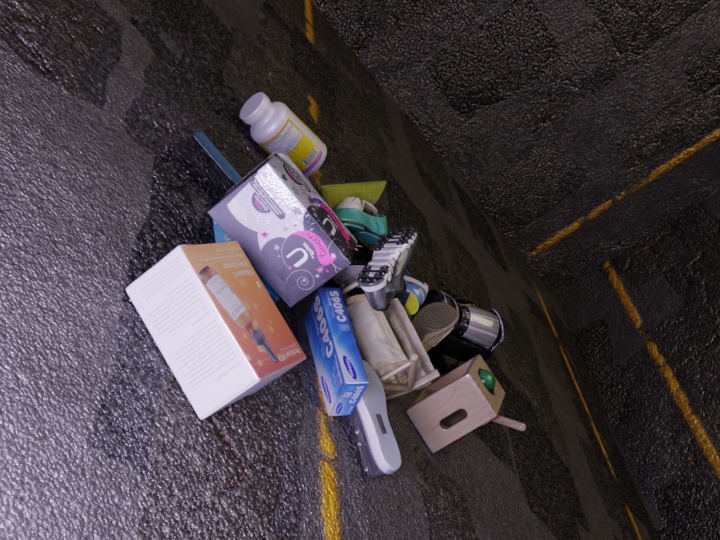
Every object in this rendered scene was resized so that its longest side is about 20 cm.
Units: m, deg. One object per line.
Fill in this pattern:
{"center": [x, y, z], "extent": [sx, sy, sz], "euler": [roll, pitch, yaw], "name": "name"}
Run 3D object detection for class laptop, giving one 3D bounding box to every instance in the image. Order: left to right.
{"center": [-0.194, -0.205, 1.414], "extent": [0.187, 0.198, 0.117], "euler": [-118, -158, -77], "name": "laptop"}
{"center": [-0.084, -0.038, 1.402], "extent": [0.200, 0.104, 0.177], "euler": [42, 15, 18], "name": "laptop"}

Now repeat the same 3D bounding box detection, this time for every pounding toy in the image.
{"center": [0.221, 0.278, 1.565], "extent": [0.143, 0.199, 0.184], "euler": [56, 19, 2], "name": "pounding toy"}

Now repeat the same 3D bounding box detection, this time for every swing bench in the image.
{"center": [0.037, 0.129, 1.469], "extent": [0.200, 0.129, 0.200], "euler": [63, 7, 23], "name": "swing bench"}

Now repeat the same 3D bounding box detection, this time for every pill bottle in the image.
{"center": [-0.172, -0.299, 1.706], "extent": [0.200, 0.104, 0.105], "euler": [42, 23, -36], "name": "pill bottle"}

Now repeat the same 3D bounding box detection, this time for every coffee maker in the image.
{"center": [0.211, 0.154, 1.835], "extent": [0.199, 0.193, 0.135], "euler": [20, 13, -27], "name": "coffee maker"}

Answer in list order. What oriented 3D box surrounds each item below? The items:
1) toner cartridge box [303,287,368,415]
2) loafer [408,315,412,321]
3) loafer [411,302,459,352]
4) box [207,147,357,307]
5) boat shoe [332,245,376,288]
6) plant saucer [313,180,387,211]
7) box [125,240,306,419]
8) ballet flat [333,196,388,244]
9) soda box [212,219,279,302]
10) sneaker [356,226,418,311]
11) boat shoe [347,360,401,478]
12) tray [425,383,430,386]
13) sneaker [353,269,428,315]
{"center": [-0.045, 0.134, 1.307], "extent": [0.043, 0.095, 0.201], "euler": [1, 47, -24], "name": "toner cartridge box"}
{"center": [0.058, 0.044, 1.721], "extent": [0.200, 0.072, 0.063], "euler": [51, 12, 29], "name": "loafer"}
{"center": [0.134, 0.138, 1.675], "extent": [0.199, 0.068, 0.076], "euler": [-31, 63, -33], "name": "loafer"}
{"center": [-0.116, -0.068, 1.216], "extent": [0.200, 0.132, 0.115], "euler": [50, 18, -14], "name": "box"}
{"center": [0.000, 0.000, 1.551], "extent": [0.070, 0.071, 0.200], "euler": [61, -24, -8], "name": "boat shoe"}
{"center": [-0.076, -0.119, 1.466], "extent": [0.199, 0.199, 0.048], "euler": [-12, 89, -51], "name": "plant saucer"}
{"center": [-0.190, 0.073, 1.043], "extent": [0.201, 0.106, 0.152], "euler": [58, 19, 6], "name": "box"}
{"center": [-0.009, -0.095, 1.395], "extent": [0.200, 0.067, 0.071], "euler": [15, 71, -63], "name": "ballet flat"}
{"center": [-0.190, -0.023, 1.267], "extent": [0.068, 0.064, 0.201], "euler": [37, 27, -42], "name": "soda box"}
{"center": [0.055, 0.000, 1.375], "extent": [0.200, 0.066, 0.091], "euler": [-55, 139, -47], "name": "sneaker"}
{"center": [0.010, 0.252, 1.300], "extent": [0.070, 0.066, 0.201], "euler": [11, 51, -48], "name": "boat shoe"}
{"center": [0.098, 0.168, 1.721], "extent": [0.201, 0.022, 0.107], "euler": [60, 20, 12], "name": "tray"}
{"center": [0.055, 0.028, 1.647], "extent": [0.199, 0.074, 0.082], "euler": [26, 43, 26], "name": "sneaker"}
